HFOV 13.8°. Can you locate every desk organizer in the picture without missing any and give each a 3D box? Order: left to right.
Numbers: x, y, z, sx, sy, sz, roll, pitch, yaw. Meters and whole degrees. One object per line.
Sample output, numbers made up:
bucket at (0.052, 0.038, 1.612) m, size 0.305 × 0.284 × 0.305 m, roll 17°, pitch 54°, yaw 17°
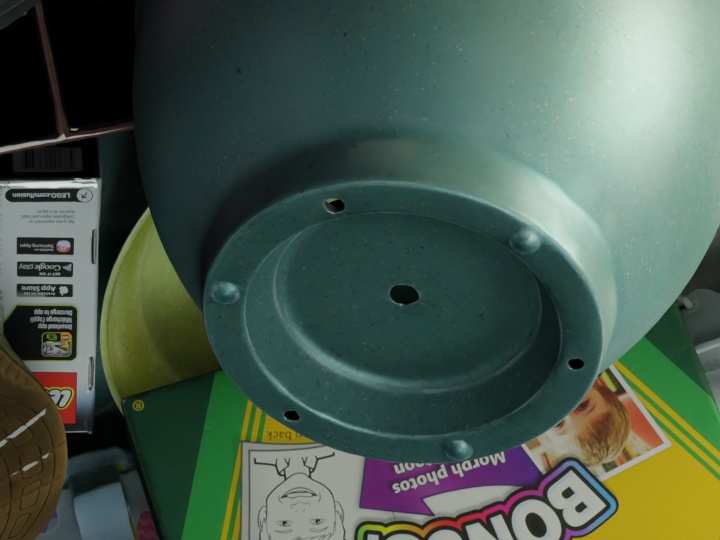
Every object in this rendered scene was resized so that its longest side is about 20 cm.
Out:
desk organizer at (-0.139, -0.084, 0.980) m, size 0.200 × 0.077 × 0.072 m, roll -12°, pitch 132°, yaw -13°

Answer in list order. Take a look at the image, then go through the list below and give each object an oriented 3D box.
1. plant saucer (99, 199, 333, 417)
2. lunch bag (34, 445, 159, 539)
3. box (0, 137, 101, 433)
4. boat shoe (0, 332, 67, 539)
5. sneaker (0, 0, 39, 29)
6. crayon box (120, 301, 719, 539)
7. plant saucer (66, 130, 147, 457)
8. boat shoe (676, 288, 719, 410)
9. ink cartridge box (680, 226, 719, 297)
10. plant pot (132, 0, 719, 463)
plant saucer at (0.000, 0.000, 1.078) m, size 0.200 × 0.031 × 0.200 m, roll -11°, pitch 132°, yaw -12°
lunch bag at (-0.088, 0.179, 1.129) m, size 0.127 × 0.170 × 0.200 m, roll -15°, pitch 154°, yaw -11°
box at (-0.192, 0.005, 1.029) m, size 0.200 × 0.035 × 0.110 m, roll 0°, pitch 124°, yaw -8°
boat shoe at (-0.150, 0.031, 0.992) m, size 0.073 × 0.063 × 0.200 m, roll -28°, pitch 142°, yaw -15°
sneaker at (-0.078, -0.150, 0.911) m, size 0.075 × 0.079 × 0.200 m, roll 41°, pitch 85°, yaw -23°
crayon box at (0.037, 0.101, 1.037) m, size 0.200 × 0.173 × 0.058 m, roll -17°, pitch 158°, yaw -7°
plant saucer at (-0.109, 0.033, 1.120) m, size 0.200 × 0.036 × 0.200 m, roll -11°, pitch 131°, yaw -13°
boat shoe at (0.145, 0.038, 1.114) m, size 0.200 × 0.069 × 0.072 m, roll -16°, pitch 166°, yaw 17°
ink cartridge box at (0.086, -0.005, 1.161) m, size 0.146 × 0.048 × 0.200 m, roll -23°, pitch 137°, yaw -2°
plant pot at (0.020, -0.027, 0.900) m, size 0.200 × 0.134 × 0.200 m, roll 5°, pitch 136°, yaw 5°
